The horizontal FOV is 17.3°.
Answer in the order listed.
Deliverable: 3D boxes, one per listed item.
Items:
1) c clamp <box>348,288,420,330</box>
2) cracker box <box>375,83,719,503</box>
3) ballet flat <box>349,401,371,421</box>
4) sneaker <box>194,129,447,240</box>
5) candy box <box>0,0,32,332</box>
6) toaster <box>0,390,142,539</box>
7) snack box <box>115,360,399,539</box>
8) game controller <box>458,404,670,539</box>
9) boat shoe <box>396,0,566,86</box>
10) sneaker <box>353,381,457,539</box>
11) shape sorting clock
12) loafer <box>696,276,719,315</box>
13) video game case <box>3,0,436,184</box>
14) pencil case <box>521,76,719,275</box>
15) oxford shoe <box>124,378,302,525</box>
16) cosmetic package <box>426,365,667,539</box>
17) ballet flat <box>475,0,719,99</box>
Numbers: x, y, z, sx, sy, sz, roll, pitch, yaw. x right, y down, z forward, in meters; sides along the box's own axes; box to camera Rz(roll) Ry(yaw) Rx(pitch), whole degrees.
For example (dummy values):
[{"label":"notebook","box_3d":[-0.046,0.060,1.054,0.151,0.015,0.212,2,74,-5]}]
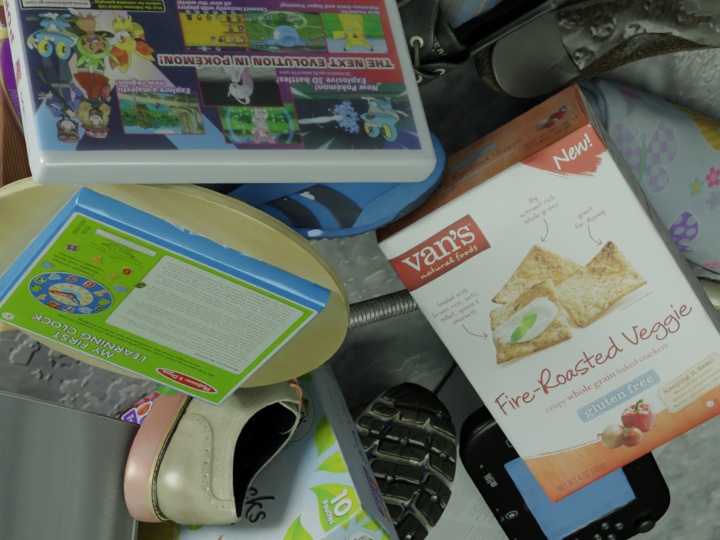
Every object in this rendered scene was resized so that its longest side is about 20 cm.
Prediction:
[{"label":"c clamp","box_3d":[0.000,0.000,1.311,0.199,0.027,0.172,-8,93,-40]},{"label":"cracker box","box_3d":[0.113,0.016,1.307,0.134,0.058,0.200,-30,115,11]},{"label":"ballet flat","box_3d":[-0.041,0.155,1.474,0.200,0.071,0.071,-41,132,4]},{"label":"sneaker","box_3d":[-0.042,-0.062,1.216,0.199,0.066,0.079,-4,140,-21]},{"label":"candy box","box_3d":[-0.141,-0.067,1.253,0.116,0.057,0.201,-8,132,-19]},{"label":"toaster","box_3d":[-0.229,0.132,1.298,0.180,0.119,0.200,15,165,-32]},{"label":"snack box","box_3d":[-0.067,0.124,1.345,0.142,0.200,0.053,-33,126,7]},{"label":"game controller","box_3d":[0.127,0.124,1.453,0.104,0.042,0.200,-35,142,-3]},{"label":"boat shoe","box_3d":[0.038,-0.135,1.270,0.200,0.057,0.069,-34,133,6]},{"label":"sneaker","box_3d":[-0.008,0.159,1.409,0.078,0.089,0.201,25,87,-16]},{"label":"shape sorting clock","box_3d":[-0.103,0.006,1.197,0.199,0.039,0.200,6,146,4]},{"label":"loafer","box_3d":[0.150,0.027,1.414,0.199,0.076,0.069,11,84,-13]},{"label":"video game case","box_3d":[-0.074,-0.123,1.153,0.199,0.183,0.023,-1,150,-22]},{"label":"pencil case","box_3d":[0.184,-0.048,1.387,0.199,0.083,0.091,16,108,-33]},{"label":"oxford shoe","box_3d":[-0.058,0.063,1.316,0.073,0.201,0.071,10,145,23]},{"label":"cosmetic package","box_3d":[0.106,0.121,1.520,0.150,0.052,0.200,18,119,-32]},{"label":"ballet flat","box_3d":[0.155,-0.143,1.328,0.199,0.046,0.068,-21,102,-12]}]
